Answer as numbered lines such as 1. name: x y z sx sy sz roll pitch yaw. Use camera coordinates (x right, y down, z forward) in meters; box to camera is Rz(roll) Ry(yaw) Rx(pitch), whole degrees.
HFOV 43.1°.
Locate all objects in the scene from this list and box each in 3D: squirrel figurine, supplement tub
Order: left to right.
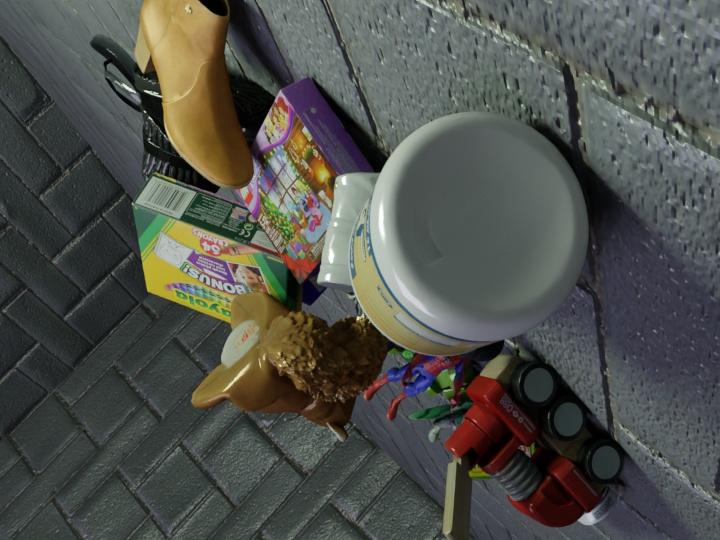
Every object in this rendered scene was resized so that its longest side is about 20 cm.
1. squirrel figurine: -0.057 0.122 1.049 0.198 0.144 0.186 -17 136 42
2. supplement tub: 0.066 -0.015 0.656 0.145 0.145 0.200 45 168 2

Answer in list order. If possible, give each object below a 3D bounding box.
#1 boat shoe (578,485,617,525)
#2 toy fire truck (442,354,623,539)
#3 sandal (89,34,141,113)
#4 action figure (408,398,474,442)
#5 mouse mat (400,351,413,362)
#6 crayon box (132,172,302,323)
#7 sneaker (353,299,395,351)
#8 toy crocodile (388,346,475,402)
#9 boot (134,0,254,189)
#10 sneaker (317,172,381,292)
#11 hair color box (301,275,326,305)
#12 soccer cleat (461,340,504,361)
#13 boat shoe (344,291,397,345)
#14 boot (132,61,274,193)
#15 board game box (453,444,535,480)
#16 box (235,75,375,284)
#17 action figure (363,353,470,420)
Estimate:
1. boat shoe: 0.252 0.269 1.144 0.068 0.071 0.200 49 171 2
2. toy fire truck: 0.161 0.215 0.961 0.176 0.200 0.128 47 169 -10
3. sandal: -0.294 -0.232 1.213 0.201 0.043 0.076 49 170 -1
4. action figure: 0.153 0.190 1.181 0.115 0.056 0.200 5 160 -19
5. mouse mat: 0.076 0.122 1.438 0.161 0.008 0.200 45 167 8
6. crayon box: -0.168 -0.010 1.101 0.196 0.059 0.174 20 143 9
7. sneaker: 0.028 0.039 1.102 0.086 0.076 0.201 53 144 19
8. toy crocodile: 0.090 0.101 1.194 0.067 0.062 0.201 -26 113 40
9. boot: -0.150 -0.192 0.880 0.203 0.070 0.144 56 143 8
10. sneaker: 0.065 -0.029 0.797 0.196 0.118 0.073 11 170 -19
11. hair color box: -0.084 -0.027 1.243 0.065 0.109 0.199 48 168 -20
12. soccer cleat: 0.081 0.013 0.913 0.201 0.068 0.081 48 155 -10
13. boat shoe: 0.000 0.000 1.006 0.074 0.059 0.203 -47 63 45
14. boot: -0.173 -0.144 1.050 0.209 0.079 0.160 28 134 27
15. board game box: 0.177 0.247 1.196 0.200 0.099 0.049 57 -150 -74
16. box: -0.058 -0.083 0.927 0.138 0.039 0.200 55 151 6
17. action figure: 0.072 0.143 1.130 0.065 0.100 0.200 37 132 -9
